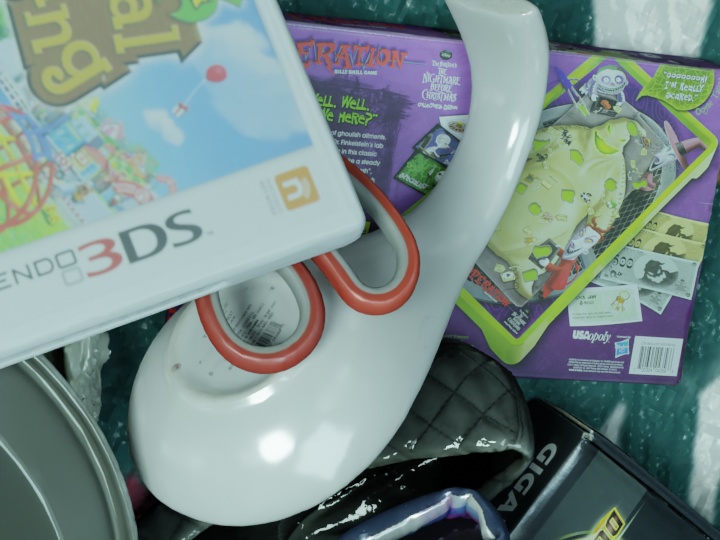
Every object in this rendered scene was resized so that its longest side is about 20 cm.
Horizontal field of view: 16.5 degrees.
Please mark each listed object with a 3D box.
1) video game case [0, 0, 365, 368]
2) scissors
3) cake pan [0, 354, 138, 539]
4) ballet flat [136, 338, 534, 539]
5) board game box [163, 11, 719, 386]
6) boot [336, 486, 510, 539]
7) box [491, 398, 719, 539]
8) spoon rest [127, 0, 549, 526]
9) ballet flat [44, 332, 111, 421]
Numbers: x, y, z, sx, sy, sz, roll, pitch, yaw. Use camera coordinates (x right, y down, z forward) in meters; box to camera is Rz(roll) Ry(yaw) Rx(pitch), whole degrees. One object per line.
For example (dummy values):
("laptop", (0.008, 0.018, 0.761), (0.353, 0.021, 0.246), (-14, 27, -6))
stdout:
("video game case", (-0.117, -0.073, 0.747), (0.181, 0.022, 0.201), (-19, 79, -17))
("scissors", (-0.067, -0.050, 0.781), (0.073, 0.014, 0.200), (-41, 78, -15))
("cake pan", (-0.169, 0.095, 0.774), (0.199, 0.037, 0.202), (1, 110, 4))
("ballet flat", (-0.028, 0.095, 0.861), (0.200, 0.057, 0.066), (-39, 124, 7))
("board game box", (0.034, -0.024, 0.879), (0.199, 0.032, 0.121), (5, 106, -24))
("boot", (-0.032, 0.144, 0.830), (0.199, 0.073, 0.091), (-32, 143, -8))
("box", (0.068, 0.173, 0.941), (0.159, 0.046, 0.200), (39, 87, -27))
("spoon rest", (0.000, 0.000, 0.814), (0.200, 0.099, 0.061), (-54, 139, -15))
("ballet flat", (-0.123, 0.079, 0.820), (0.071, 0.072, 0.201), (1, 104, -23))
